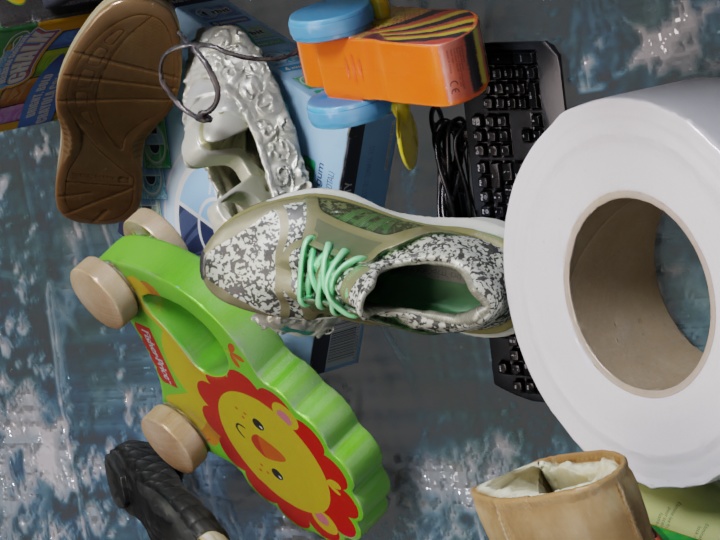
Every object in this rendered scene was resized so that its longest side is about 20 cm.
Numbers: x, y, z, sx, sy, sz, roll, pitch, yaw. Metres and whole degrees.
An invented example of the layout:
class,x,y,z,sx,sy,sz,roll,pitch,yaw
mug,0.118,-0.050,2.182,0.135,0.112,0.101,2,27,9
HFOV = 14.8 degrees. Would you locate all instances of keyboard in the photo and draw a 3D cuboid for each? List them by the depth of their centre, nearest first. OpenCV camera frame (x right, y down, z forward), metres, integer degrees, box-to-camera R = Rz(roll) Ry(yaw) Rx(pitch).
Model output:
class,x,y,z,sx,sy,sz,roll,pitch,yaw
keyboard,0.074,-0.025,1.522,0.104,0.039,0.201,4,103,50

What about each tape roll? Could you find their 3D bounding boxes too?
class,x,y,z,sx,sy,sz,roll,pitch,yaw
tape roll,0.163,0.007,1.396,0.202,0.071,0.204,19,115,46

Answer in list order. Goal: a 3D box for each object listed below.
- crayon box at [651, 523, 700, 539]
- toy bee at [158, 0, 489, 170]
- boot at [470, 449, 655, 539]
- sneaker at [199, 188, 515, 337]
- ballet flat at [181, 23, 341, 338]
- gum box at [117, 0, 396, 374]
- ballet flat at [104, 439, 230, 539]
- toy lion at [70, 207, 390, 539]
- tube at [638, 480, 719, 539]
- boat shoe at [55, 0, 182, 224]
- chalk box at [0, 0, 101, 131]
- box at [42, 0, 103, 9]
class,x,y,z,sx,sy,sz,roll,pitch,yaw
crayon box,0.162,0.229,1.435,0.118,0.058,0.201,14,128,48
toy bee,0.000,-0.132,1.530,0.199,0.109,0.132,25,127,27
boot,0.104,0.190,1.369,0.175,0.066,0.201,-13,107,44
sneaker,0.000,0.000,1.495,0.199,0.089,0.077,3,100,19
ballet flat,-0.065,-0.054,1.595,0.072,0.071,0.201,-38,71,49
gum box,-0.066,-0.058,1.680,0.200,0.044,0.171,34,126,39
ballet flat,-0.110,0.151,1.746,0.200,0.056,0.067,-139,38,-59
toy lion,-0.067,0.074,1.663,0.191,0.069,0.201,21,145,43
tube,0.217,0.159,1.394,0.200,0.058,0.052,32,84,38
boat shoe,-0.148,-0.113,1.670,0.201,0.072,0.072,105,167,-52
chalk box,-0.231,-0.168,1.726,0.125,0.199,0.124,60,139,20
box,-0.121,-0.272,1.592,0.196,0.123,0.201,-13,90,63
